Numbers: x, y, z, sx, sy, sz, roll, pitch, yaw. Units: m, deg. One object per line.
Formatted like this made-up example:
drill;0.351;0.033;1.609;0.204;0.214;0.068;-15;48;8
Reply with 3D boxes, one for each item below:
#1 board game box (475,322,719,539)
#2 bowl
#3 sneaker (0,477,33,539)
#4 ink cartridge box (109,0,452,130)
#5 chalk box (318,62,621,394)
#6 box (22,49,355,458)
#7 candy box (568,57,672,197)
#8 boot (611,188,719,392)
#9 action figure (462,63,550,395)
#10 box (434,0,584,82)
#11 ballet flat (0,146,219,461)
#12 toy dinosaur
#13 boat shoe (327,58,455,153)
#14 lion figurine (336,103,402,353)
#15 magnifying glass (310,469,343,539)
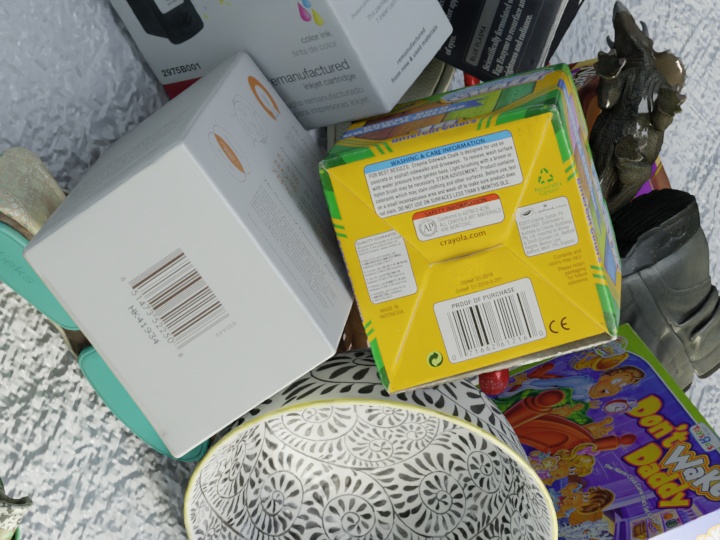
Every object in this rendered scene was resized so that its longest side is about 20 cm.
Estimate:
board game box;0.138;0.119;1.317;0.134;0.200;0.045;-22;121;-6
bowl;0.007;0.105;1.224;0.201;0.200;0.095;47;31;-34
sneaker;-0.189;0.129;1.049;0.077;0.088;0.201;-21;100;-49
ink cartridge box;-0.066;-0.176;1.201;0.201;0.145;0.083;58;46;-25
chalk box;0.063;-0.031;1.176;0.200;0.124;0.125;-66;140;-76
box;-0.073;-0.015;1.119;0.125;0.097;0.200;54;15;-10
candy box;0.162;-0.028;1.513;0.117;0.056;0.201;-40;113;-43
boot;0.155;0.046;1.436;0.199;0.068;0.131;-28;114;-16
action figure;0.083;-0.025;1.347;0.052;0.065;0.201;-12;106;-76
box;0.059;-0.237;1.306;0.199;0.118;0.197;27;53;6
ballet flat;-0.128;0.015;1.160;0.200;0.067;0.063;52;42;-31
toy dinosaur;0.162;-0.076;1.422;0.102;0.077;0.201;49;59;-73
boat shoe;0.035;-0.133;1.375;0.068;0.071;0.201;61;43;-61
lion figurine;0.000;0.000;1.286;0.123;0.072;0.201;-64;144;-40
magnifying glass;-0.006;0.204;1.304;0.079;0.022;0.201;-14;94;-50
